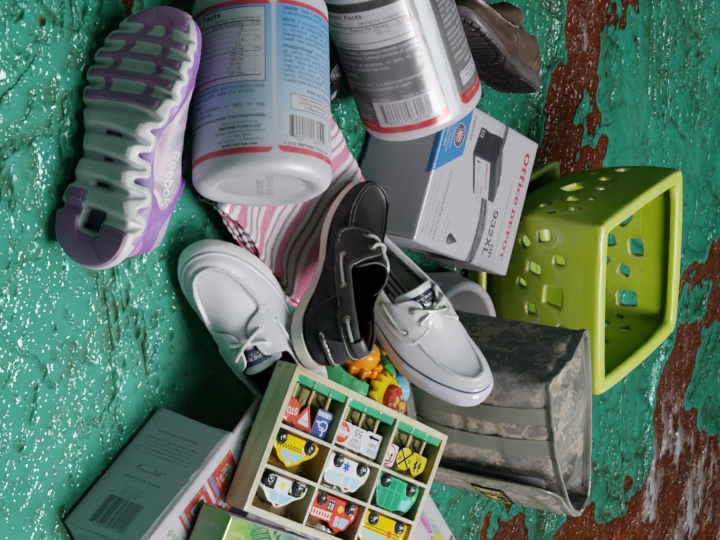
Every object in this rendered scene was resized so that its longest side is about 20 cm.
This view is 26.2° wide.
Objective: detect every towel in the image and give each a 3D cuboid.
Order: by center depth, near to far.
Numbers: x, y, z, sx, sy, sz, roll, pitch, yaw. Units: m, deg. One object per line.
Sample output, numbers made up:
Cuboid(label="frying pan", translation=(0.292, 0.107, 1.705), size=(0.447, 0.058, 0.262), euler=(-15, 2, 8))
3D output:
Cuboid(label="towel", translation=(-0.053, -0.067, 1.328), size=(0.147, 0.030, 0.200), euler=(-62, 157, -17))

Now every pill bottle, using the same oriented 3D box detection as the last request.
Cuboid(label="pill bottle", translation=(-0.077, -0.158, 1.196), size=(0.109, 0.108, 0.201), euler=(20, 66, -57))
Cuboid(label="pill bottle", translation=(0.026, -0.225, 1.347), size=(0.114, 0.114, 0.201), euler=(-47, 128, -38))

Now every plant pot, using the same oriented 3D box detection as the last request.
Cuboid(label="plant pot", translation=(0.226, -0.006, 1.682), size=(0.200, 0.181, 0.200), euler=(-31, 127, -49))

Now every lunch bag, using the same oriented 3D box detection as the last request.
Cuboid(label="lunch bag", translation=(0.137, 0.153, 1.509), size=(0.118, 0.163, 0.201), euler=(-48, 137, -46))

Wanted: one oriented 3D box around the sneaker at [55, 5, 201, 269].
Cuboid(label="sneaker", translation=(-0.161, -0.097, 1.157), size=(0.088, 0.080, 0.201), euler=(11, 97, -64))

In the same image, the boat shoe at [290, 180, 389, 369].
Cuboid(label="boat shoe", translation=(0.000, 0.000, 1.337), size=(0.072, 0.067, 0.201), euler=(52, 39, -35))

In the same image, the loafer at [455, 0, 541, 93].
Cuboid(label="loafer", translation=(0.127, -0.240, 1.560), size=(0.200, 0.073, 0.071), euler=(29, 66, -62))

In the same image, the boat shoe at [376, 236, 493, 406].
Cuboid(label="boat shoe", translation=(0.046, 0.039, 1.405), size=(0.073, 0.200, 0.067), euler=(-35, 159, -37))

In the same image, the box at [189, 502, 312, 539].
Cuboid(label="box", translation=(-0.113, 0.299, 1.248), size=(0.144, 0.036, 0.201), euler=(32, 75, -57))

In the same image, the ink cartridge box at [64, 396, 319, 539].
Cuboid(label="ink cartridge box", translation=(-0.133, 0.221, 1.299), size=(0.176, 0.084, 0.201), euler=(-51, 140, -34))

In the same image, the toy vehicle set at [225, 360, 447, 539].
Cuboid(label="toy vehicle set", translation=(-0.016, 0.167, 1.311), size=(0.200, 0.026, 0.125), euler=(28, 77, -42))

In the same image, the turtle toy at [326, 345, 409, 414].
Cuboid(label="turtle toy", translation=(-0.014, 0.144, 1.416), size=(0.146, 0.101, 0.201), euler=(48, 49, -53))

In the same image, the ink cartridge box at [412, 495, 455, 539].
Cuboid(label="ink cartridge box", translation=(0.056, 0.300, 1.492), size=(0.201, 0.076, 0.148), euler=(59, 11, -1))

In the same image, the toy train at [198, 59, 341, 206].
Cuboid(label="toy train", translation=(-0.075, -0.113, 1.319), size=(0.200, 0.034, 0.046), euler=(-50, 150, -36))

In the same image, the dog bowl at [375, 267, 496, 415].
Cuboid(label="dog bowl", translation=(0.076, 0.093, 1.600), size=(0.200, 0.058, 0.201), euler=(-28, 124, -50))

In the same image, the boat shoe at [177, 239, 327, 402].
Cuboid(label="boat shoe", translation=(-0.087, 0.061, 1.290), size=(0.069, 0.072, 0.200), euler=(-104, 169, -54))

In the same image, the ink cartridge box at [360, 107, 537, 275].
Cuboid(label="ink cartridge box", translation=(0.085, -0.086, 1.525), size=(0.200, 0.083, 0.146), euler=(19, 85, -58))
